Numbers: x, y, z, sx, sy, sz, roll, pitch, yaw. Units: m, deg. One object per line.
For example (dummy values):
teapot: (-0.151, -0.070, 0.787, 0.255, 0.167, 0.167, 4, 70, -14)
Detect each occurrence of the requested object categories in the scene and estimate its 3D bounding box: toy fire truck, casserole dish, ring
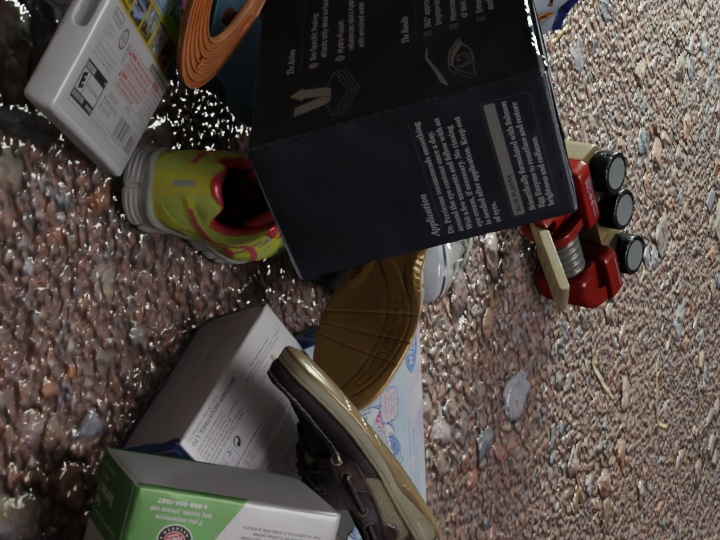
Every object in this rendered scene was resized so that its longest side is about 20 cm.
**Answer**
toy fire truck: (0.230, -0.019, 1.534, 0.200, 0.127, 0.178, -46, 133, -32)
casserole dish: (-0.079, -0.205, 1.050, 0.121, 0.038, 0.203, 36, 61, -55)
ring: (-0.075, -0.214, 0.910, 0.202, 0.019, 0.200, -63, 176, -8)

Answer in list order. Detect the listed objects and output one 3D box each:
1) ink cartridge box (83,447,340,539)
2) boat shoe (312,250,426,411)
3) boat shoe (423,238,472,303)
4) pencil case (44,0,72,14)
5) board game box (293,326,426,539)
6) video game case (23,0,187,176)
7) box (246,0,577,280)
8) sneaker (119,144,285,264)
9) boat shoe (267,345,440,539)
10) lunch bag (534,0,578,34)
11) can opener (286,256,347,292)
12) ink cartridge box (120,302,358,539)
ink cartridge box: (-0.113, 0.231, 0.898, 0.143, 0.084, 0.203, 13, 94, -26)
boat shoe: (0.016, 0.025, 1.054, 0.070, 0.070, 0.202, 89, 19, -61)
boat shoe: (0.065, -0.029, 1.185, 0.201, 0.066, 0.075, -104, -158, -66)
pencil case: (-0.140, -0.246, 0.891, 0.201, 0.090, 0.084, -60, 139, -37)
board game box: (-0.010, 0.144, 1.194, 0.198, 0.043, 0.203, -17, 107, -56)
video game case: (-0.130, -0.159, 0.844, 0.184, 0.023, 0.200, -63, 176, -6)
box: (0.034, -0.118, 0.963, 0.198, 0.197, 0.118, -90, 163, -51)
sneaker: (-0.083, -0.045, 1.009, 0.199, 0.089, 0.080, 4, 87, -61)
boat shoe: (-0.012, 0.135, 0.964, 0.065, 0.072, 0.201, -37, 127, -3)
lunch bag: (0.070, -0.281, 1.137, 0.124, 0.168, 0.203, 126, -53, -79)
can opener: (0.000, 0.000, 1.140, 0.054, 0.066, 0.200, -64, 165, 1)
ink cartridge box: (-0.064, 0.146, 1.021, 0.201, 0.076, 0.137, 51, 49, -24)
